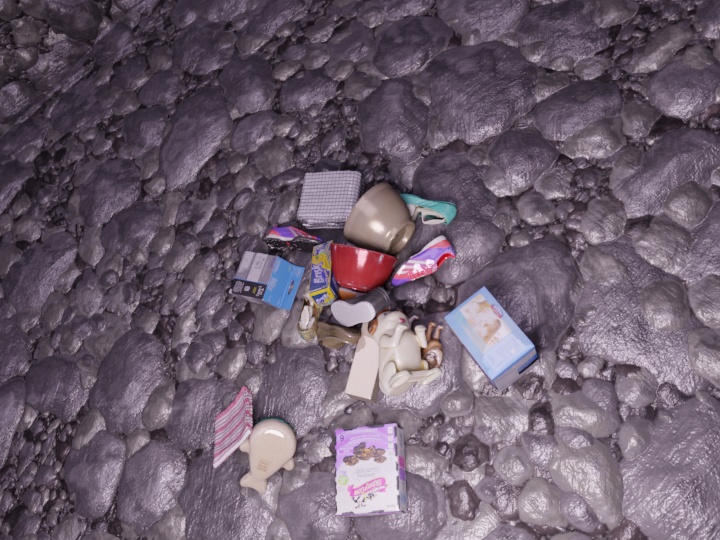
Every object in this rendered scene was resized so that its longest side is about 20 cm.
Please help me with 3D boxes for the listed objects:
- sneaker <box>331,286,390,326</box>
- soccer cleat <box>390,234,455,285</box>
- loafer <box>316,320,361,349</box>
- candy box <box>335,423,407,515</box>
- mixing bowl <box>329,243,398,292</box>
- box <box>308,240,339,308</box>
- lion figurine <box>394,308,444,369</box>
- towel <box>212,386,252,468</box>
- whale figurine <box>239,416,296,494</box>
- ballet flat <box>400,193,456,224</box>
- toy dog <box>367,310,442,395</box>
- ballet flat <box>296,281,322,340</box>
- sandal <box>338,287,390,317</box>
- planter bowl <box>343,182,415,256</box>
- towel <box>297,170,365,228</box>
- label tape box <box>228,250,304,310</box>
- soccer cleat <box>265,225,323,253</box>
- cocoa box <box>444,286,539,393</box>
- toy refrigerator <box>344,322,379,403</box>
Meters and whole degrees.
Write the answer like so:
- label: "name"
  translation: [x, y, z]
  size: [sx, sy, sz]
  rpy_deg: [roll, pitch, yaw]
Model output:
- label: "sneaker"
  translation: [0.005, 0.094, 1.582]
  size: [0.098, 0.072, 0.199]
  rpy_deg: [-29, 10, -34]
- label: "soccer cleat"
  translation: [0.171, -0.013, 1.653]
  size: [0.199, 0.068, 0.074]
  rpy_deg: [-38, 66, 2]
- label: "loafer"
  translation: [-0.061, 0.182, 1.629]
  size: [0.199, 0.075, 0.069]
  rpy_deg: [5, 86, 63]
- label: "candy box"
  translation: [0.025, 0.492, 1.471]
  size: [0.165, 0.072, 0.203]
  rpy_deg: [-11, 62, 18]
- label: "mixing bowl"
  translation: [0.000, 0.000, 1.657]
  size: [0.197, 0.199, 0.111]
  rpy_deg: [10, 87, 26]
- label: "box"
  translation: [-0.101, 0.008, 1.719]
  size: [0.069, 0.065, 0.202]
  rpy_deg: [-17, 41, 16]
- label: "lion figurine"
  translation: [0.145, 0.185, 1.575]
  size: [0.198, 0.072, 0.124]
  rpy_deg: [21, 88, 44]
- label: "towel"
  translation: [-0.350, 0.421, 1.621]
  size: [0.147, 0.030, 0.201]
  rpy_deg: [-47, 24, 10]
- label: "whale figurine"
  translation: [-0.247, 0.484, 1.584]
  size: [0.157, 0.104, 0.203]
  rpy_deg: [22, 98, -7]
- label: "ballet flat"
  translation: [0.177, -0.172, 1.719]
  size: [0.197, 0.068, 0.071]
  rpy_deg: [13, 63, 26]
- label: "toy dog"
  translation: [0.096, 0.196, 1.497]
  size: [0.137, 0.195, 0.203]
  rpy_deg: [-3, 60, -24]
- label: "ballet flat"
  translation: [-0.143, 0.100, 1.730]
  size: [0.069, 0.071, 0.204]
  rpy_deg: [0, 66, 23]
- label: "sandal"
  translation: [-0.009, 0.103, 1.660]
  size: [0.204, 0.081, 0.059]
  rpy_deg: [12, 33, 35]
- label: "planter bowl"
  translation: [0.067, -0.124, 1.678]
  size: [0.134, 0.200, 0.201]
  rpy_deg: [41, 85, 23]
- label: "towel"
  translation: [-0.088, -0.214, 1.846]
  size: [0.196, 0.086, 0.169]
  rpy_deg: [-1, 68, 21]
- label: "label tape box"
  translation: [-0.287, 0.028, 1.826]
  size: [0.197, 0.063, 0.147]
  rpy_deg: [9, 71, 27]
- label: "soccer cleat"
  translation: [-0.198, -0.104, 1.844]
  size: [0.196, 0.069, 0.074]
  rpy_deg: [5, 55, 24]
- label: "cocoa box"
  translation: [0.321, 0.169, 1.462]
  size: [0.133, 0.131, 0.201]
  rpy_deg: [-37, 58, 2]
- label: "toy refrigerator"
  translation: [0.025, 0.243, 1.592]
  size: [0.075, 0.070, 0.203]
  rpy_deg: [9, 71, 18]
